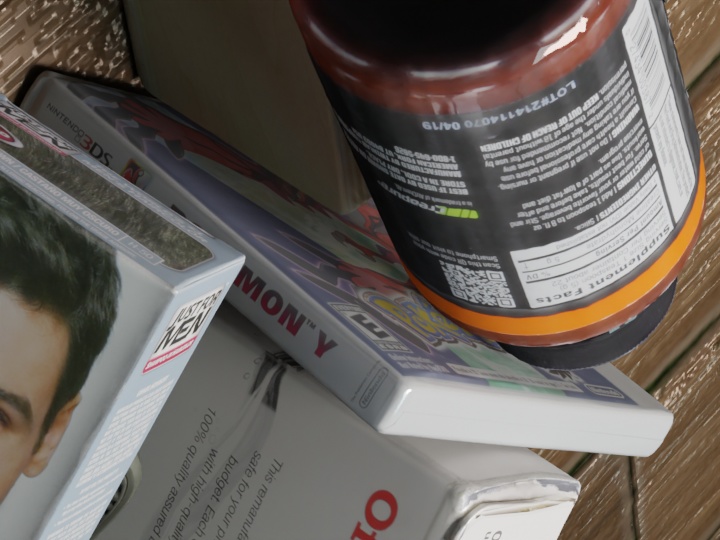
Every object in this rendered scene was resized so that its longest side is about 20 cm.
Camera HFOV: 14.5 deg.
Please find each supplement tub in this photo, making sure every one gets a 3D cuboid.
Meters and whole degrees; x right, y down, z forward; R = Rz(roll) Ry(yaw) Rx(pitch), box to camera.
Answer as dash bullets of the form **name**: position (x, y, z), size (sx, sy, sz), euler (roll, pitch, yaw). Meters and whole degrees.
- **supplement tub**: position (0.049, -0.047, 0.879), size (0.107, 0.107, 0.200), euler (-49, 149, -15)

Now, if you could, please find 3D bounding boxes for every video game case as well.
- **video game case**: position (0.000, 0.000, 0.984), size (0.023, 0.182, 0.200), euler (-57, 151, 13)

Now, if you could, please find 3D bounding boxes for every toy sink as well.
- **toy sink**: position (0.022, -0.139, 0.957), size (0.200, 0.112, 0.131), euler (-41, 147, -26)

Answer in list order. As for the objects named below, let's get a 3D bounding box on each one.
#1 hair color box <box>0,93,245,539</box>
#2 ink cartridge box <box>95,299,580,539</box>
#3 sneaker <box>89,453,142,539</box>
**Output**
- **hair color box**: position (-0.127, 0.057, 0.818), size (0.201, 0.099, 0.061), euler (-60, 169, 16)
- **ink cartridge box**: position (-0.044, 0.087, 0.982), size (0.085, 0.200, 0.146), euler (3, 116, -57)
- **sneaker**: position (-0.144, 0.063, 0.940), size (0.076, 0.115, 0.199), euler (8, 142, -32)
